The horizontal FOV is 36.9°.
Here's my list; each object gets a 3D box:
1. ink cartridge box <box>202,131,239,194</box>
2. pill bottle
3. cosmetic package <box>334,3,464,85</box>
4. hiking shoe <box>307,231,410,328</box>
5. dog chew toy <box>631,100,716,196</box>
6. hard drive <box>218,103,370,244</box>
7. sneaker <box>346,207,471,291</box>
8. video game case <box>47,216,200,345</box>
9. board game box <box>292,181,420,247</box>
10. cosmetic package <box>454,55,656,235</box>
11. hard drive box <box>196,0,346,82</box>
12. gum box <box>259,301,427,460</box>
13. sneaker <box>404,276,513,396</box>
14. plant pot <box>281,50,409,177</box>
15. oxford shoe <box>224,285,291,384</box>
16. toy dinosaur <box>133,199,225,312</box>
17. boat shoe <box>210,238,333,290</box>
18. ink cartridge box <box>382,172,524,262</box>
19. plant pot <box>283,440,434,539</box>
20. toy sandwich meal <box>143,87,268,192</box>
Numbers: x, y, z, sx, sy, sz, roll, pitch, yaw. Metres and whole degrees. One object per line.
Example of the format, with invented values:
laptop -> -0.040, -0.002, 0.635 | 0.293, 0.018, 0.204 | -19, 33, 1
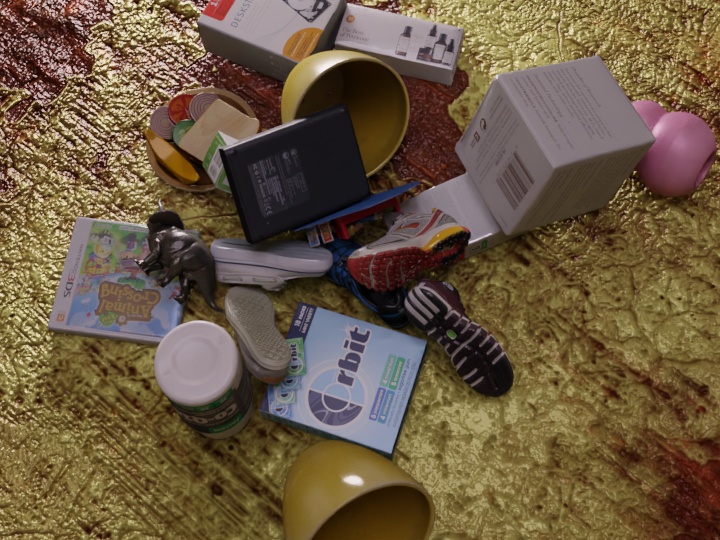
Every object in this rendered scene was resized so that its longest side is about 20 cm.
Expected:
ink cartridge box -> -0.128, -0.128, 1.602 | 0.198, 0.104, 0.060 | 22, 105, -27
pill bottle -> -0.205, 0.154, 1.458 | 0.111, 0.201, 0.115 | -1, 66, 3
cosmetic package -> 0.063, -0.367, 1.746 | 0.197, 0.051, 0.084 | 14, 67, 9
hiking shoe -> 0.000, 0.000, 1.569 | 0.199, 0.087, 0.075 | 36, 83, 17
dog chew toy -> 0.428, -0.197, 1.619 | 0.199, 0.125, 0.125 | 33, 72, 23
hard drive -> -0.089, -0.139, 1.537 | 0.198, 0.033, 0.142 | -23, 108, -21
sneaker -> 0.059, -0.033, 1.524 | 0.198, 0.079, 0.082 | -18, 50, -35
video game case -> -0.353, 0.015, 1.623 | 0.196, 0.022, 0.185 | 7, 68, 6
board game box -> 0.002, -0.077, 1.564 | 0.198, 0.158, 0.040 | -15, 99, 33
cosmetic package -> 0.277, -0.181, 1.560 | 0.197, 0.168, 0.168 | -15, 64, -30
hard drive box -> -0.141, -0.405, 1.760 | 0.197, 0.077, 0.158 | 22, 69, 12
gum box -> -0.022, 0.155, 1.533 | 0.197, 0.045, 0.172 | 16, 69, 9
sneaker -> 0.149, 0.080, 1.543 | 0.075, 0.116, 0.200 | -39, 101, 22
plant pot -> -0.044, -0.252, 1.644 | 0.198, 0.202, 0.142 | -31, 41, -10
oxford shoe -> -0.149, 0.090, 1.539 | 0.074, 0.059, 0.201 | -7, 37, -21
toy dinosaur -> -0.264, -0.019, 1.580 | 0.199, 0.077, 0.103 | 38, 80, 19
boat shoe -> -0.128, -0.005, 1.585 | 0.197, 0.068, 0.073 | 9, 24, 26
ink cartridge box -> 0.140, -0.074, 1.618 | 0.197, 0.051, 0.110 | -23, 68, -5
plant pot -> -0.022, 0.306, 1.400 | 0.198, 0.202, 0.142 | -31, 44, -10
toy sandwich meal -> -0.245, -0.211, 1.686 | 0.201, 0.070, 0.209 | -1, 67, 3
